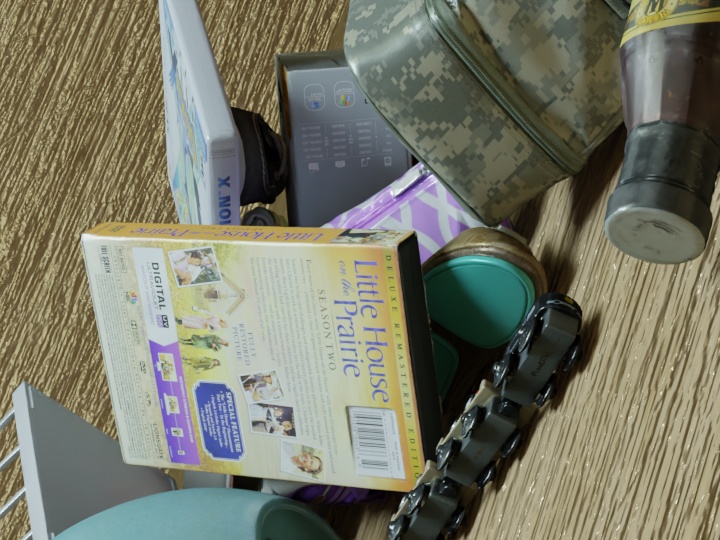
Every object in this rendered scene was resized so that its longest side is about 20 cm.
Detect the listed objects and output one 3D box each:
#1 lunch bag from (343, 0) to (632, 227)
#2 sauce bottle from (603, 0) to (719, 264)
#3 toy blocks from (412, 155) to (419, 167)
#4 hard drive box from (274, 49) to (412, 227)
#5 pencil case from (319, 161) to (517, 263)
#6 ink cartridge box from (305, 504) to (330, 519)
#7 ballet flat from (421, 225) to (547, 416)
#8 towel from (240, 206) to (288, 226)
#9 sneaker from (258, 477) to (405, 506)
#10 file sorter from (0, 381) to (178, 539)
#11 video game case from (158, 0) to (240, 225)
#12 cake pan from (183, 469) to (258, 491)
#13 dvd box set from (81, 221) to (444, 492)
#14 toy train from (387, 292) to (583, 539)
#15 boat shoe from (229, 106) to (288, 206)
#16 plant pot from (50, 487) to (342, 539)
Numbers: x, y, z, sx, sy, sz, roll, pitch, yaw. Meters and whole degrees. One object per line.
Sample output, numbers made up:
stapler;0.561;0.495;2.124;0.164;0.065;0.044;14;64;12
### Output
lunch bag;0.093;-0.148;0.986;0.168;0.139;0.200;-34;22;21
sauce bottle;0.141;-0.096;0.754;0.066;0.066;0.200;125;165;-59
toy blocks;0.067;-0.096;1.222;0.200;0.100;0.137;104;172;-49
hard drive box;-0.009;-0.044;1.238;0.156;0.077;0.200;-120;24;-79
pencil case;0.000;0.000;1.107;0.200;0.085;0.084;-36;53;12
ink cartridge box;-0.063;0.170;1.272;0.200;0.050;0.162;69;-142;-68
ballet flat;0.062;0.018;1.029;0.072;0.068;0.200;-55;-5;-33
towel;-0.060;0.030;1.294;0.200;0.031;0.149;-23;-67;-87
sneaker;-0.005;0.121;1.153;0.200;0.083;0.081;-16;-61;-79
file sorter;-0.196;0.199;1.194;0.125;0.139;0.200;-44;30;12
video game case;-0.105;-0.074;1.199;0.200;0.022;0.182;-110;16;-47
cake pan;-0.098;0.124;1.353;0.200;0.037;0.200;5;-90;-86
dvd box set;-0.054;0.046;1.022;0.029;0.200;0.146;-40;-54;-56
toy train;0.060;0.082;0.925;0.046;0.034;0.200;-71;7;-49
boat shoe;-0.072;-0.076;1.242;0.200;0.057;0.067;172;90;-80
plant pot;-0.073;0.202;1.040;0.135;0.200;0.200;-37;21;24
